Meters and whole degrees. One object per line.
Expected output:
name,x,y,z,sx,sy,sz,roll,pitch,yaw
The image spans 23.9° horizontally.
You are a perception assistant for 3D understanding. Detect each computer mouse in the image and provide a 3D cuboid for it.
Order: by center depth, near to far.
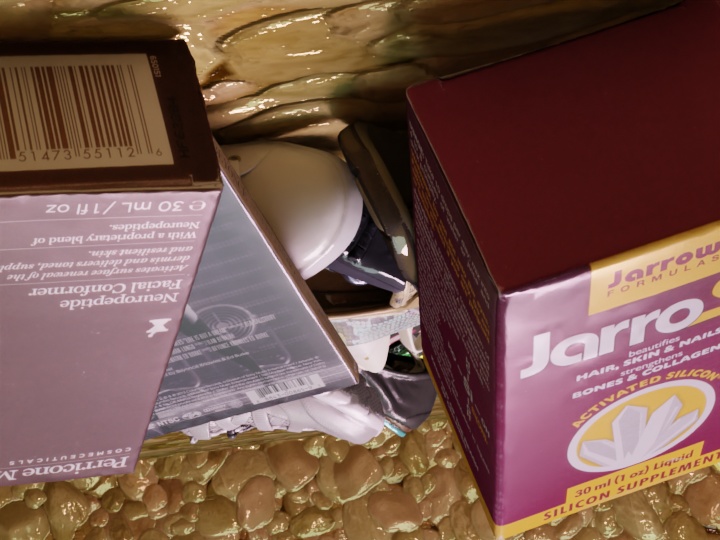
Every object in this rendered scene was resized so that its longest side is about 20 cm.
computer mouse,0.018,0.016,0.836,0.200,0.034,0.058,45,163,-22

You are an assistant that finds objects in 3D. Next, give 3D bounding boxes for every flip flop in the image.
flip flop,0.051,-0.036,0.793,0.057,0.082,0.200,-32,162,23

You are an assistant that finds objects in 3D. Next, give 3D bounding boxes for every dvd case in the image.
dvd case,-0.104,0.008,0.747,0.147,0.016,0.200,-15,139,14

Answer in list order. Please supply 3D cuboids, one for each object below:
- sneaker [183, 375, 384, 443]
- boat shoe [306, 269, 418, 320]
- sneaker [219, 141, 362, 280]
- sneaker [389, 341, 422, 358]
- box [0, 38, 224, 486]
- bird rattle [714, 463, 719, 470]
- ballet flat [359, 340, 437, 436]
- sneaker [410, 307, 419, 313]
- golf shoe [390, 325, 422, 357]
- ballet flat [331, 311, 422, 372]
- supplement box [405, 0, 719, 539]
sneaker,-0.082,0.074,1.086,0.198,0.083,0.075,20,-164,-7
boat shoe,0.000,0.000,0.908,0.198,0.063,0.074,-7,129,0
sneaker,-0.100,-0.018,0.764,0.198,0.074,0.085,-9,174,17
sneaker,-0.031,0.045,1.261,0.198,0.079,0.085,-18,163,9
box,-0.124,0.005,0.653,0.099,0.075,0.201,-4,147,-21
bird rattle,0.179,0.072,1.130,0.162,0.114,0.200,-27,-164,-18
ballet flat,-0.023,0.042,1.177,0.199,0.069,0.068,32,-172,-28
sneaker,0.104,-0.008,0.989,0.198,0.076,0.082,-5,174,0
golf shoe,0.029,0.009,1.113,0.088,0.078,0.199,-40,154,28
ballet flat,0.025,0.021,1.035,0.198,0.072,0.069,-12,-147,-30
supplement box,0.096,0.005,0.684,0.130,0.104,0.201,-18,146,-6
